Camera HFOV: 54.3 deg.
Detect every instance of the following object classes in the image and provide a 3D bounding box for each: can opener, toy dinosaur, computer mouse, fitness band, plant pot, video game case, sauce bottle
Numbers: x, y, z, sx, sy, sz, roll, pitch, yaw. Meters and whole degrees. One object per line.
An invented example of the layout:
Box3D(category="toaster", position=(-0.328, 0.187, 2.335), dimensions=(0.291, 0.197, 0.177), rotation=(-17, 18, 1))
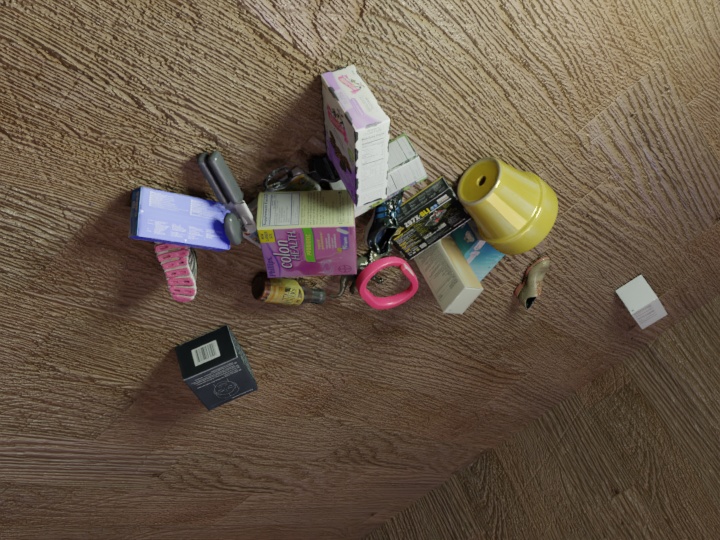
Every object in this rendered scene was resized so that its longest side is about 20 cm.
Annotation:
Box3D(category="can opener", position=(-0.259, -0.140, 1.373), dimensions=(0.052, 0.067, 0.201), rotation=(-3, 131, 22))
Box3D(category="toy dinosaur", position=(0.000, 0.000, 1.786), dimensions=(0.198, 0.077, 0.103), rotation=(-21, 134, 1))
Box3D(category="computer mouse", position=(-0.110, -0.194, 1.438), dimensions=(0.198, 0.059, 0.034), rotation=(-17, 169, -26))
Box3D(category="fitness band", position=(0.068, 0.034, 1.782), dimensions=(0.143, 0.038, 0.200), rotation=(-28, 147, 9))
Box3D(category="plant pot", position=(0.338, -0.168, 1.676), dimensions=(0.201, 0.202, 0.188), rotation=(-41, 128, 22))
Box3D(category="video game case", position=(-0.163, -0.122, 1.542), dimensions=(0.199, 0.023, 0.182), rotation=(-35, 145, 14))
Box3D(category="sauce bottle", position=(-0.172, 0.053, 1.734), dimensions=(0.199, 0.066, 0.066), rotation=(8, 134, -41))

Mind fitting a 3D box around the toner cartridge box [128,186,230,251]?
Box3D(category="toner cartridge box", position=(-0.350, -0.098, 1.382), dimensions=(0.199, 0.096, 0.043), rotation=(9, 170, -40))

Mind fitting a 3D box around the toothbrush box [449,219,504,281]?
Box3D(category="toothbrush box", position=(0.289, -0.037, 1.898), dimensions=(0.145, 0.086, 0.201), rotation=(4, 136, -38))

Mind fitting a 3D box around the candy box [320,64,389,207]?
Box3D(category="candy box", position=(-0.010, -0.254, 1.335), dimensions=(0.071, 0.169, 0.201), rotation=(-19, 145, -13))

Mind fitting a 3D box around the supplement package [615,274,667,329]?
Box3D(category="supplement package", position=(1.030, 0.118, 2.571), dimensions=(0.109, 0.114, 0.200), rotation=(-35, 146, 16))

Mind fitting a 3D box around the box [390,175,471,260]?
Box3D(category="box", position=(0.158, -0.125, 1.728), dimensions=(0.199, 0.050, 0.160), rotation=(-34, 143, 12))

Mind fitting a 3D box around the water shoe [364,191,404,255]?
Box3D(category="water shoe", position=(0.068, -0.130, 1.605), dimensions=(0.071, 0.079, 0.202), rotation=(-3, 124, -30))

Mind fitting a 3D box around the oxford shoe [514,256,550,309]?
Box3D(category="oxford shoe", position=(0.548, 0.039, 2.181), dimensions=(0.070, 0.075, 0.201), rotation=(-10, 143, -21))

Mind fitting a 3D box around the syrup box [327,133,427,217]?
Box3D(category="syrup box", position=(0.034, -0.201, 1.515), dimensions=(0.199, 0.079, 0.082), rotation=(-29, 147, 4))

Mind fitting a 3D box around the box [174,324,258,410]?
Box3D(category="box", position=(-0.373, 0.257, 1.834), dimensions=(0.147, 0.108, 0.201), rotation=(-23, 145, -6))

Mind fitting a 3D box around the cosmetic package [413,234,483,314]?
Box3D(category="cosmetic package", position=(0.221, 0.003, 1.803), dimensions=(0.071, 0.201, 0.105), rotation=(6, 136, -38))

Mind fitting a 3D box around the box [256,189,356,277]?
Box3D(category="box", position=(-0.108, -0.075, 1.479), dimensions=(0.198, 0.098, 0.177), rotation=(-1, 146, 0))

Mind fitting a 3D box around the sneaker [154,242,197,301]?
Box3D(category="sneaker", position=(-0.385, -0.037, 1.470), dimensions=(0.073, 0.088, 0.202), rotation=(-9, 121, -7))
